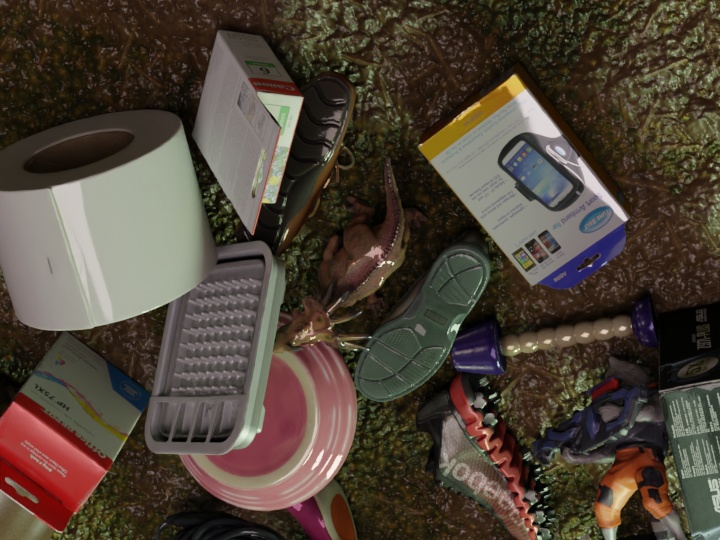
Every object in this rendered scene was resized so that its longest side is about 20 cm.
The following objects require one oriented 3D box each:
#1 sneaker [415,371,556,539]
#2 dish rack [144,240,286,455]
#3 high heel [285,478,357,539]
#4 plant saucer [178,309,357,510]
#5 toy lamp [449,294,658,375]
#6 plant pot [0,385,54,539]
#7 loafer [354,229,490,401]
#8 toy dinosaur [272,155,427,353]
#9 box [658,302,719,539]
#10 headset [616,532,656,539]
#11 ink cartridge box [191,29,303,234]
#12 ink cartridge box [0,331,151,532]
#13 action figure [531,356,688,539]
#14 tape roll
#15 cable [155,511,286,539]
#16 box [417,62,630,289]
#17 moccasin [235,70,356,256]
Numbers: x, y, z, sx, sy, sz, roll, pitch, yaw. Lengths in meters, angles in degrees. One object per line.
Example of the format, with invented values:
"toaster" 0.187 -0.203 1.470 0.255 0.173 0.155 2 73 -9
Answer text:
"sneaker" 0.121 0.199 1.752 0.097 0.071 0.202 -26 105 19
"dish rack" -0.131 0.078 1.663 0.043 0.202 0.171 17 166 -35
"high heel" -0.078 0.231 1.811 0.095 0.067 0.201 -22 101 25
"plant saucer" -0.104 0.138 1.735 0.198 0.051 0.203 0 90 17
"toy lamp" 0.185 0.063 1.690 0.198 0.058 0.059 -11 112 11
"plant pot" -0.390 0.237 1.802 0.200 0.200 0.199 37 108 -7
"loafer" 0.065 0.044 1.703 0.072 0.063 0.200 34 118 -6
"toy dinosaur" 0.000 0.000 1.649 0.085 0.136 0.201 29 115 -4
"box" 0.338 0.155 1.642 0.085 0.164 0.202 -11 112 14
"headset" 0.317 0.329 1.761 0.198 0.094 0.125 -6 113 8
"ink cartridge box" -0.094 -0.124 1.578 0.050 0.200 0.110 4 119 -25
"ink cartridge box" -0.293 0.157 1.735 0.116 0.200 0.067 37 115 -8
"action figure" 0.250 0.182 1.687 0.104 0.200 0.196 6 75 -23
"tape roll" -0.245 -0.050 1.636 0.200 0.203 0.140 -8 113 14
"cable" -0.127 0.324 1.806 0.199 0.051 0.165 -7 105 42
"box" 0.160 -0.080 1.640 0.119 0.042 0.200 -35 106 22
"moccasin" -0.052 -0.099 1.655 0.073 0.078 0.203 27 120 14
